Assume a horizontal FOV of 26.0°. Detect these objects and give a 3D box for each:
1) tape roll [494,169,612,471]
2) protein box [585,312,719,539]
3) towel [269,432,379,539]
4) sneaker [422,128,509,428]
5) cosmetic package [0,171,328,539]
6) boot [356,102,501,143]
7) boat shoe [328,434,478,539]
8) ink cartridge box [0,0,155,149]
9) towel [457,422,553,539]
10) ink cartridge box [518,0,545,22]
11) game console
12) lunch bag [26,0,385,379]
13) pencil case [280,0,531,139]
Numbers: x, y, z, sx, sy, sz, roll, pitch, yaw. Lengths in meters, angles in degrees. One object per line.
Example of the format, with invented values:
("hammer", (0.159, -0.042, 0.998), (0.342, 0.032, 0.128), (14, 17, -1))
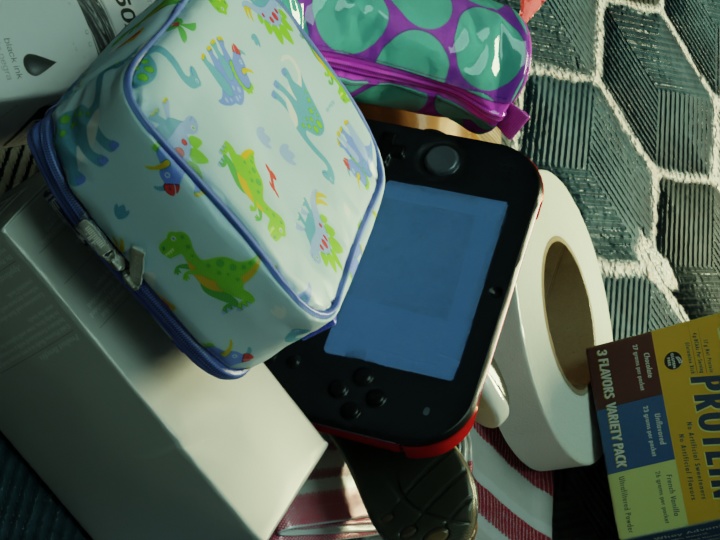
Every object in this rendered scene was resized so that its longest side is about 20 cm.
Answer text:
("tape roll", (0.124, 0.033, 1.051), (0.203, 0.037, 0.205), (37, 48, -57))
("protein box", (0.288, 0.116, 1.081), (0.200, 0.197, 0.136), (32, 46, -58))
("towel", (-0.024, 0.063, 0.938), (0.145, 0.030, 0.202), (4, 66, -47))
("sneaker", (0.056, -0.007, 0.936), (0.099, 0.071, 0.201), (-26, 68, -18))
("cosmetic package", (-0.121, 0.053, 0.772), (0.201, 0.106, 0.090), (52, 40, -17))
("boot", (0.026, -0.080, 1.032), (0.199, 0.073, 0.156), (30, 53, -32))
("boat shoe", (0.011, 0.080, 0.897), (0.074, 0.075, 0.202), (57, 10, -65))
("ink cartridge box", (-0.187, -0.145, 0.817), (0.199, 0.084, 0.146), (-18, 85, -51))
("towel", (0.093, 0.149, 1.000), (0.144, 0.023, 0.202), (44, 41, -46))
("ink cartridge box", (0.056, -0.229, 0.994), (0.200, 0.050, 0.161), (45, 74, -21))
("game console", (0.000, 0.000, 0.873), (0.031, 0.175, 0.201), (86, 22, -57))
("lunch bag", (-0.064, -0.051, 0.758), (0.161, 0.082, 0.201), (50, 27, -17))
("pencil case", (0.006, -0.133, 0.919), (0.198, 0.085, 0.093), (6, 45, -34))
